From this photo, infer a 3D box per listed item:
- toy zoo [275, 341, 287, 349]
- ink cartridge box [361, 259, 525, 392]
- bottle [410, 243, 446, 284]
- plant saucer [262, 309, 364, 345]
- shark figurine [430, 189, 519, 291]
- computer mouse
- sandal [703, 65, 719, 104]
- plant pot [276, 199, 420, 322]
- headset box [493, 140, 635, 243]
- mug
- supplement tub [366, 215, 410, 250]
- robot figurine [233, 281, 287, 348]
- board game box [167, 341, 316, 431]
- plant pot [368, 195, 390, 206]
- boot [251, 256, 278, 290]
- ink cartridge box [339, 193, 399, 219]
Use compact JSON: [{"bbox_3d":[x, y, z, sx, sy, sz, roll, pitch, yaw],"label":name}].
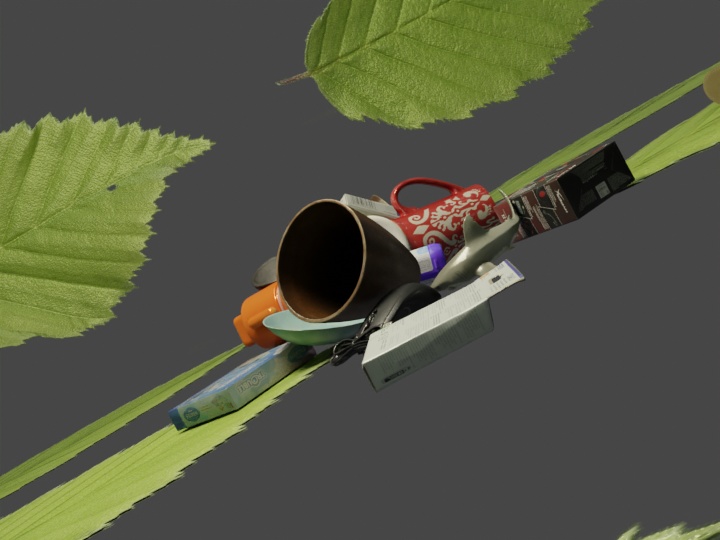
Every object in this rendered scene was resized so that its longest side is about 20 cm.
[{"bbox_3d":[-0.110,0.134,2.037,0.130,0.021,0.200,-30,3,-5],"label":"toy zoo"},{"bbox_3d":[0.099,0.060,1.166,0.198,0.041,0.200,-29,3,6],"label":"ink cartridge box"},{"bbox_3d":[0.054,0.008,1.791,0.198,0.066,0.084,-16,3,4],"label":"bottle"},{"bbox_3d":[-0.064,0.094,1.709,0.198,0.039,0.201,-3,9,1],"label":"plant saucer"},{"bbox_3d":[0.194,-0.058,1.576,0.214,0.090,0.128,-43,12,-28],"label":"shark figurine"},{"bbox_3d":[0.043,0.064,1.489,0.138,0.053,0.199,-28,4,46],"label":"computer mouse"},{"bbox_3d":[0.724,-0.350,1.857,0.069,0.079,0.211,-9,2,-22],"label":"sandal"},{"bbox_3d":[0.000,0.000,1.619,0.186,0.189,0.199,-27,-25,34],"label":"plant pot"},{"bbox_3d":[0.324,-0.123,1.669,0.148,0.076,0.200,-32,4,-28],"label":"headset box"},{"bbox_3d":[0.159,-0.095,1.970,0.198,0.179,0.133,-25,30,-14],"label":"mug"},{"bbox_3d":[0.004,-0.006,1.942,0.144,0.146,0.200,-31,-8,-22],"label":"supplement tub"},{"bbox_3d":[-0.160,0.082,2.057,0.199,0.118,0.144,-28,-41,26],"label":"robot figurine"},{"bbox_3d":[-0.204,0.194,1.754,0.198,0.044,0.199,-25,6,46],"label":"board game box"},{"bbox_3d":[0.022,-0.039,2.390,0.200,0.187,0.187,-44,5,-7],"label":"plant pot"},{"bbox_3d":[-0.121,0.041,2.167,0.187,0.201,0.069,-29,48,-9],"label":"boot"},{"bbox_3d":[0.014,-0.054,2.070,0.194,0.044,0.201,12,-46,-26],"label":"ink cartridge box"}]
